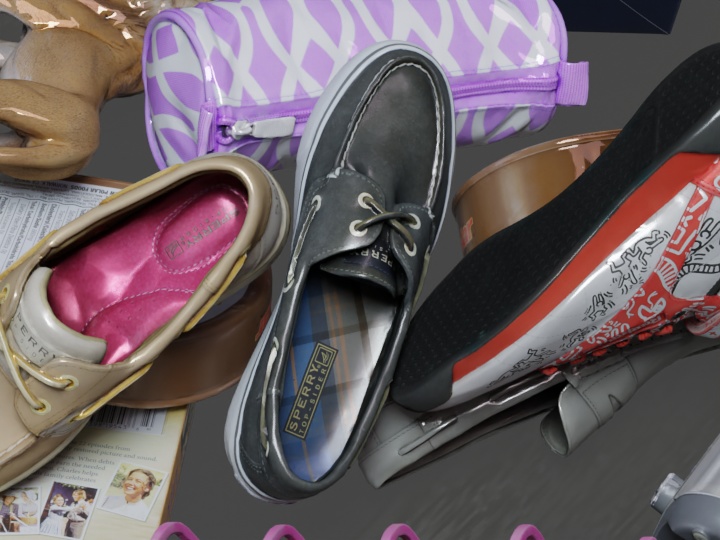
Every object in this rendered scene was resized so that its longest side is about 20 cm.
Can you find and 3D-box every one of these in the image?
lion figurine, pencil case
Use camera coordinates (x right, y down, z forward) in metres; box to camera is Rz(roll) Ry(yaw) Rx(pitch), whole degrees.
[{"bbox_3d":[-0.140,-0.084,0.868,0.121,0.073,0.201,14,43,-3],"label":"lion figurine"},{"bbox_3d":[-0.002,-0.087,0.866,0.199,0.085,0.085,-12,21,-27],"label":"pencil case"}]

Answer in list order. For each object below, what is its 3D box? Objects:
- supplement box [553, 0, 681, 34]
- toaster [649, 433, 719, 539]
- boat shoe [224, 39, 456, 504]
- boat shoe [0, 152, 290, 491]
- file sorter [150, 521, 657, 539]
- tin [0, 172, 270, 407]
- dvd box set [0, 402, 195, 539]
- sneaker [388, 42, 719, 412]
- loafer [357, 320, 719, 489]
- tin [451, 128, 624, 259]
[{"bbox_3d":[0.063,-0.238,0.942,0.198,0.135,0.201,2,64,-2],"label":"supplement box"},{"bbox_3d":[0.225,0.113,0.789,0.199,0.114,0.129,30,64,13],"label":"toaster"},{"bbox_3d":[0.000,0.000,0.788,0.068,0.057,0.202,20,81,-18],"label":"boat shoe"},{"bbox_3d":[-0.115,0.019,0.744,0.200,0.069,0.074,-41,84,-4],"label":"boat shoe"},{"bbox_3d":[0.021,0.169,0.703,0.198,0.139,0.126,-2,58,21],"label":"file sorter"},{"bbox_3d":[-0.137,0.003,0.838,0.198,0.042,0.112,8,43,2],"label":"tin"},{"bbox_3d":[-0.152,0.108,0.775,0.145,0.030,0.201,6,41,1],"label":"dvd box set"},{"bbox_3d":[0.113,0.011,0.781,0.201,0.108,0.067,-43,26,14],"label":"sneaker"},{"bbox_3d":[0.088,0.047,0.843,0.198,0.070,0.070,-14,72,-3],"label":"loafer"},{"bbox_3d":[0.141,-0.028,0.856,0.198,0.112,0.042,-8,74,-6],"label":"tin"}]
